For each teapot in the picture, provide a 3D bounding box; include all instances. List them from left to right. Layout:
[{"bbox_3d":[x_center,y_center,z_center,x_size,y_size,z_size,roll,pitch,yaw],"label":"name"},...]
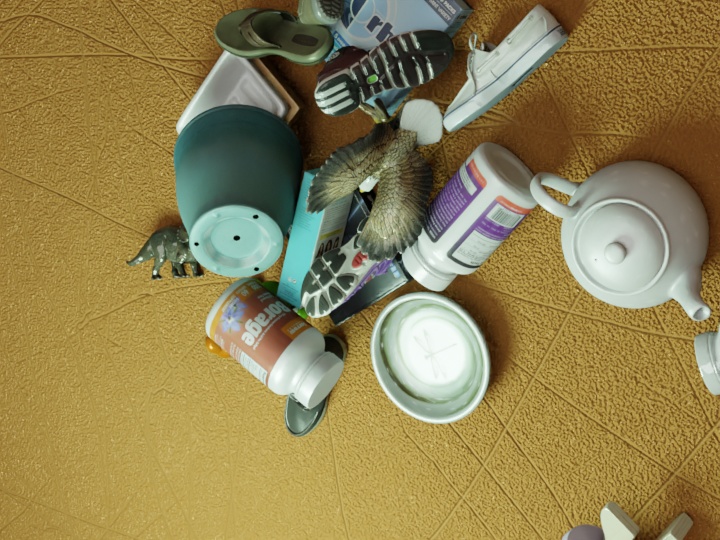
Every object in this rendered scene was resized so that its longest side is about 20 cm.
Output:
[{"bbox_3d":[0.328,-0.040,1.134,0.197,0.145,0.201,-7,99,33],"label":"teapot"}]

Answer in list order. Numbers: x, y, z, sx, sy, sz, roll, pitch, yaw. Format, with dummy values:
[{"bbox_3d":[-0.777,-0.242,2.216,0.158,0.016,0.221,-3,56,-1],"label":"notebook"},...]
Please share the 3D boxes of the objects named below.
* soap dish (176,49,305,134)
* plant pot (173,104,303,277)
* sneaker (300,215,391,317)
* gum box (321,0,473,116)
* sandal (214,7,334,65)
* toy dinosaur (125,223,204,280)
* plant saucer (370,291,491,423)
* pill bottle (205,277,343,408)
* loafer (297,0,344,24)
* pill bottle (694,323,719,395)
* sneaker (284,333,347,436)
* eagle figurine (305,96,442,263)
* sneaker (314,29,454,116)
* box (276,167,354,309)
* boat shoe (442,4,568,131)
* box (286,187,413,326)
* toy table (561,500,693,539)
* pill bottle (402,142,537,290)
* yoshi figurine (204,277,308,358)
[{"bbox_3d":[-0.186,-0.241,1.430,0.158,0.081,0.200,49,123,11],"label":"soap dish"},{"bbox_3d":[-0.178,-0.103,1.324,0.196,0.190,0.202,-3,133,-3],"label":"plant pot"},{"bbox_3d":[0.000,0.000,1.317,0.199,0.083,0.081,-40,57,10],"label":"sneaker"},{"bbox_3d":[0.035,-0.348,1.287,0.170,0.044,0.200,49,122,11],"label":"gum box"},{"bbox_3d":[-0.127,-0.349,1.317,0.198,0.057,0.081,14,75,28],"label":"sandal"},{"bbox_3d":[-0.323,-0.037,1.587,0.197,0.076,0.104,-3,90,37],"label":"toy dinosaur"},{"bbox_3d":[0.110,0.125,1.368,0.197,0.050,0.204,9,109,29],"label":"plant saucer"},{"bbox_3d":[-0.125,0.110,1.357,0.199,0.112,0.113,36,119,17],"label":"pill bottle"},{"bbox_3d":[-0.063,-0.436,1.278,0.069,0.075,0.204,-11,70,44],"label":"loafer"},{"bbox_3d":[0.506,0.087,1.079,0.198,0.112,0.114,-22,92,34],"label":"pill bottle"},{"bbox_3d":[-0.099,0.199,1.482,0.074,0.106,0.203,31,117,20],"label":"sneaker"},{"bbox_3d":[0.026,-0.133,1.243,0.149,0.202,0.152,9,141,14],"label":"eagle figurine"},{"bbox_3d":[0.023,-0.291,1.245,0.197,0.116,0.076,-21,125,2],"label":"sneaker"},{"bbox_3d":[-0.065,-0.050,1.355,0.049,0.082,0.203,25,114,23],"label":"box"},{"bbox_3d":[0.172,-0.275,1.207,0.201,0.074,0.087,-40,83,31],"label":"boat shoe"},{"bbox_3d":[-0.023,-0.040,1.408,0.159,0.043,0.202,-31,87,33],"label":"box"},{"bbox_3d":[0.374,0.410,1.225,0.199,0.184,0.118,37,137,6],"label":"toy table"},{"bbox_3d":[0.146,-0.068,1.257,0.112,0.111,0.200,47,121,11],"label":"pill bottle"},{"bbox_3d":[-0.174,0.068,1.495,0.198,0.111,0.114,-23,85,31],"label":"yoshi figurine"}]
